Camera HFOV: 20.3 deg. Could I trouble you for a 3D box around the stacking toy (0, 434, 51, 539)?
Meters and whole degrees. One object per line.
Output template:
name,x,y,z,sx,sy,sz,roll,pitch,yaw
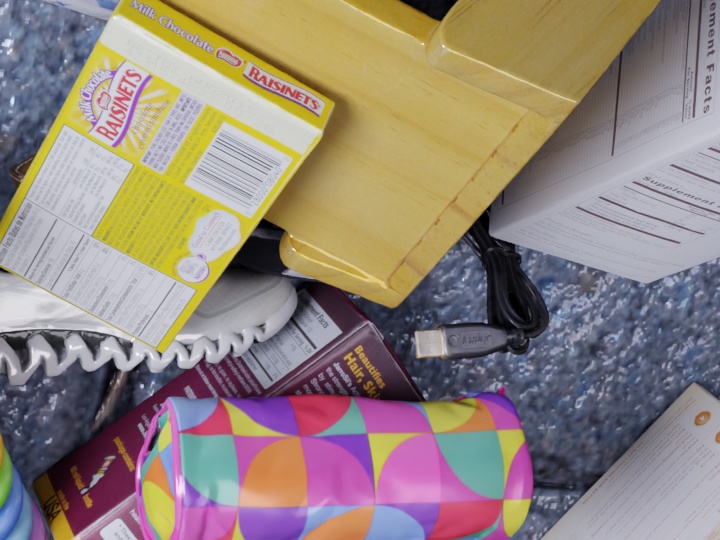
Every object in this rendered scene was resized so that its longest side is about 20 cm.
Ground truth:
stacking toy,-0.202,0.097,0.985,0.085,0.085,0.200,-17,142,-15

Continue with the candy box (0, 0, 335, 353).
candy box,-0.097,-0.038,0.914,0.102,0.026,0.200,31,140,-8

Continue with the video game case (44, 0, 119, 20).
video game case,-0.164,-0.231,0.895,0.182,0.022,0.200,14,84,-38

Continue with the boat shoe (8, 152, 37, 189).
boat shoe,-0.088,-0.095,1.012,0.200,0.076,0.074,-30,113,-18

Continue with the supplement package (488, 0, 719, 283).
supplement package,0.168,-0.078,1.025,0.110,0.200,0.114,16,70,-26

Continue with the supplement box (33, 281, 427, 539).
supplement box,-0.060,0.110,1.088,0.200,0.086,0.110,-36,118,-5

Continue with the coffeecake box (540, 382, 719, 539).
coffeecake box,0.205,0.176,1.151,0.154,0.200,0.073,-46,119,0

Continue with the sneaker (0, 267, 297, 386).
sneaker,-0.128,0.010,1.036,0.200,0.075,0.081,-5,103,-20

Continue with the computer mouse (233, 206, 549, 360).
computer mouse,0.000,0.000,1.049,0.200,0.140,0.046,5,133,-25

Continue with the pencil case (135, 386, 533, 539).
pencil case,-0.012,0.101,1.010,0.200,0.088,0.088,1,110,-23

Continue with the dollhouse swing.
dollhouse swing,0.011,-0.108,0.923,0.176,0.200,0.182,39,56,0
